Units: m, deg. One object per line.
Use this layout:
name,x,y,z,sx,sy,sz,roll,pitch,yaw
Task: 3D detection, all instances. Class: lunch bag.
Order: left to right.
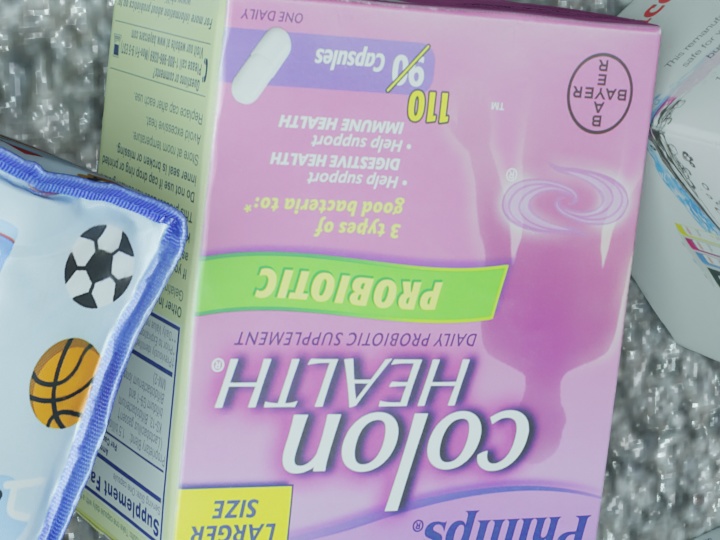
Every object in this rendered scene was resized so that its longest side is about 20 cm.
lunch bag,-0.161,0.046,0.650,0.123,0.170,0.201,19,92,-27

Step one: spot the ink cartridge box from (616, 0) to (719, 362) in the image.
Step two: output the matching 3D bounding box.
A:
ink cartridge box,0.197,-0.043,0.808,0.147,0.200,0.145,-42,119,-15

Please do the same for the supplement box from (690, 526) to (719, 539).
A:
supplement box,0.107,0.195,0.869,0.199,0.103,0.102,-21,109,-25

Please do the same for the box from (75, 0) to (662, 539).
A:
box,0.000,0.000,0.770,0.175,0.097,0.202,2,101,-29
